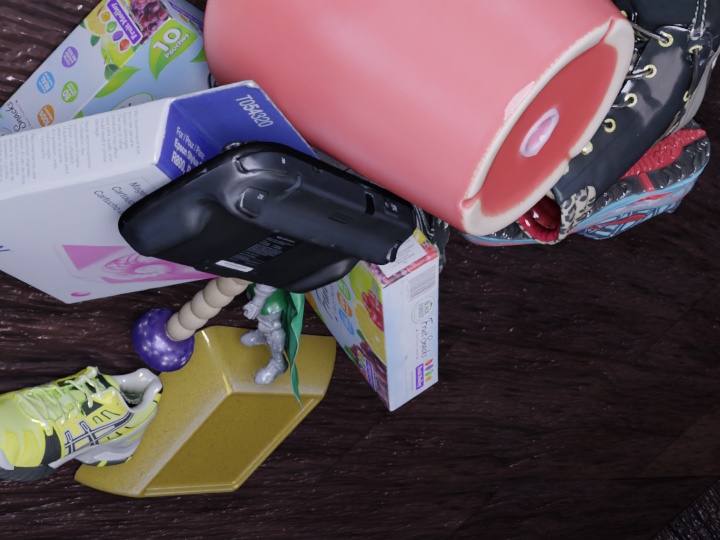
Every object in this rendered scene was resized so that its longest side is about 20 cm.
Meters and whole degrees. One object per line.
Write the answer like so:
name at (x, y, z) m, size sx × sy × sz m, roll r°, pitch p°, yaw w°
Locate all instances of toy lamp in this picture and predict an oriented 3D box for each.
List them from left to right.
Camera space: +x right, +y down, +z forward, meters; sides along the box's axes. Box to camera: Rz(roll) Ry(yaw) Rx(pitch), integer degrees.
toy lamp at (-0.091, 0.009, 0.952) m, size 0.058 × 0.059 × 0.200 m, roll -10°, pitch 161°, yaw -42°

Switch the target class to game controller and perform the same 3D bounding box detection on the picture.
game controller at (-0.046, -0.026, 0.754) m, size 0.104 × 0.042 × 0.200 m, roll -18°, pitch 164°, yaw 24°

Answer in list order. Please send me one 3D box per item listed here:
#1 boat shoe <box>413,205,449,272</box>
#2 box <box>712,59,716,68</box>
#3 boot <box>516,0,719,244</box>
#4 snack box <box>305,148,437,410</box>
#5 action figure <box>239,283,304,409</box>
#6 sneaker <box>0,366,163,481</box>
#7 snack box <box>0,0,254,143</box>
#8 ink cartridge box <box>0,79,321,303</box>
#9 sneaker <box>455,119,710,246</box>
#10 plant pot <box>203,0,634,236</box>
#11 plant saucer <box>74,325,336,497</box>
boat shoe at (0.037, -0.035, 1.125) m, size 0.071 × 0.072 × 0.200 m, roll -41°, pitch 165°, yaw -12°
box at (0.239, -0.177, 1.056) m, size 0.040 × 0.138 × 0.201 m, roll 6°, pitch 145°, yaw -2°
boot at (0.159, -0.116, 0.843) m, size 0.154 × 0.073 × 0.204 m, roll -43°, pitch 155°, yaw -20°
snack box at (0.000, 0.000, 1.019) m, size 0.053 × 0.143 × 0.200 m, roll -29°, pitch 152°, yaw -14°
action figure at (-0.073, 0.003, 1.022) m, size 0.054 × 0.119 × 0.201 m, roll -15°, pitch 140°, yaw -14°
sneaker at (-0.228, 0.106, 1.021) m, size 0.077 × 0.075 × 0.200 m, roll -54°, pitch 160°, yaw 17°
snack box at (-0.120, -0.089, 0.848) m, size 0.142 × 0.053 × 0.200 m, roll -44°, pitch 153°, yaw 12°
ink cartridge box at (-0.122, -0.035, 0.767) m, size 0.198 × 0.044 × 0.196 m, roll -10°, pitch 163°, yaw 13°
sneaker at (0.165, -0.047, 1.012) m, size 0.198 × 0.080 × 0.096 m, roll -14°, pitch 150°, yaw -6°
plant pot at (0.040, -0.127, 0.750) m, size 0.200 × 0.177 × 0.201 m, roll -41°, pitch 159°, yaw -20°
plant saucer at (-0.125, 0.139, 1.212) m, size 0.200 × 0.049 × 0.199 m, roll -48°, pitch 151°, yaw 20°
